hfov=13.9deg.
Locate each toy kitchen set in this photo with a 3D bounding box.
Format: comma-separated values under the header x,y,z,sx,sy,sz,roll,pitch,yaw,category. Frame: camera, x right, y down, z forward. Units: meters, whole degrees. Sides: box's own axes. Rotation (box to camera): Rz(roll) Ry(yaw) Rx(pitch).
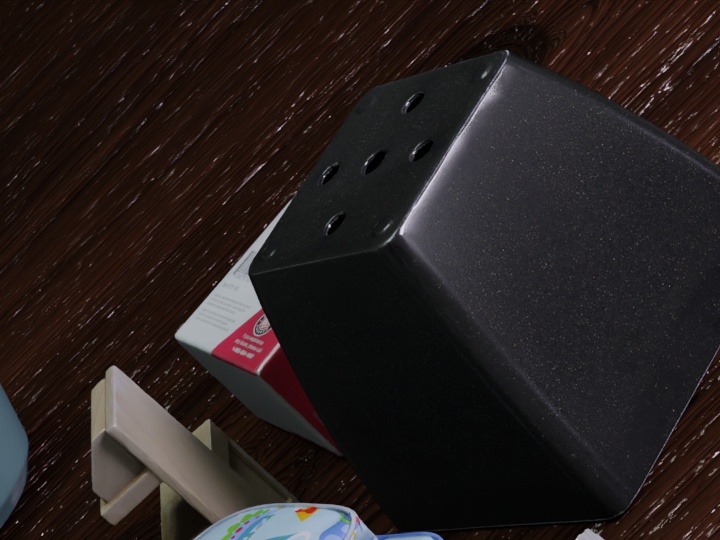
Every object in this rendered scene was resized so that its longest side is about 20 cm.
x,y,z,sx,sy,sz,roll,pitch,yaw,category
-0.141,0.178,1.619,0.180,0.163,0.200,-40,22,14,toy kitchen set

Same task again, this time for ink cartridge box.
x,y,z,sx,sy,sz,roll,pitch,yaw,category
0.000,0.000,1.779,0.200,0.083,0.145,-50,22,-10,ink cartridge box

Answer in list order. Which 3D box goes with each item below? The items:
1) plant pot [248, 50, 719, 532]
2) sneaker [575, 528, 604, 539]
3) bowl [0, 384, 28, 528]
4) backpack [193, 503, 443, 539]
x,y,z,sx,sy,sz,roll,pitch,yaw,category
0.065,0.000,1.538,0.199,0.177,0.200,-10,40,55,plant pot
0.091,0.195,1.301,0.080,0.076,0.200,-44,19,31,sneaker
-0.307,0.143,2.060,0.201,0.105,0.201,-38,24,20,bowl
-0.038,0.203,1.415,0.183,0.147,0.200,-54,20,-26,backpack
